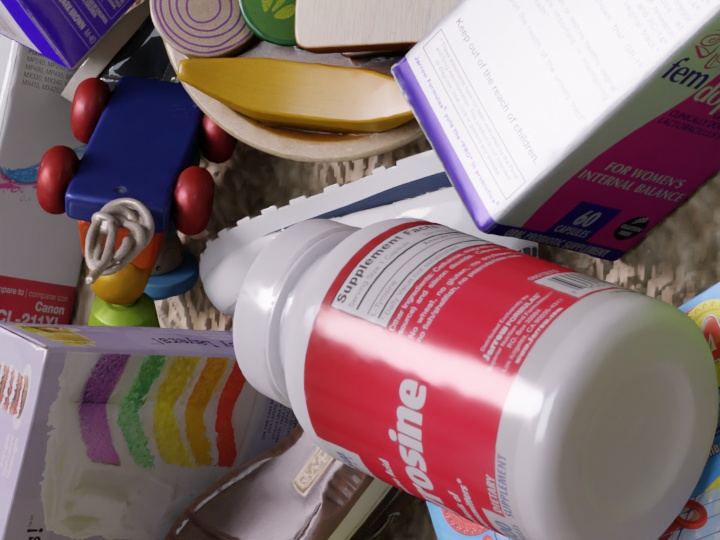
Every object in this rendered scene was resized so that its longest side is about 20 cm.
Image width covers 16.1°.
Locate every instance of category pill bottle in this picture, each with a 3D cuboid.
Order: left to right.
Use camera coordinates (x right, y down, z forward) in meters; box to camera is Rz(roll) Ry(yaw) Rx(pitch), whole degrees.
[{"bbox_3d":[0.042,0.042,1.072,0.200,0.112,0.112,20,96,43],"label":"pill bottle"}]

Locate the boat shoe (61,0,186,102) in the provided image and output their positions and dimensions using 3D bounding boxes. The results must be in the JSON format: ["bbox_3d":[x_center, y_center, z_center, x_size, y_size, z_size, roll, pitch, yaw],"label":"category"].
[{"bbox_3d":[-0.069,-0.143,1.330,0.068,0.072,0.200,43,109,-3],"label":"boat shoe"}]

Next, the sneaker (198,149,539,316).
[{"bbox_3d":[0.000,0.000,1.227,0.200,0.076,0.081,-20,84,42],"label":"sneaker"}]

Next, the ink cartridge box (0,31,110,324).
[{"bbox_3d":[-0.220,-0.059,1.427,0.146,0.083,0.200,14,92,43],"label":"ink cartridge box"}]

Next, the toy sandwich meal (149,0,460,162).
[{"bbox_3d":[-0.010,-0.145,1.219,0.205,0.070,0.205,-3,80,15],"label":"toy sandwich meal"}]

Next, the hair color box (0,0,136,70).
[{"bbox_3d":[-0.129,-0.208,1.325,0.109,0.065,0.200,28,70,42],"label":"hair color box"}]

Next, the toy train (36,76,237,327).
[{"bbox_3d":[-0.118,-0.003,1.259,0.200,0.085,0.116,-76,-7,-56],"label":"toy train"}]

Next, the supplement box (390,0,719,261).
[{"bbox_3d":[0.127,-0.107,1.104,0.200,0.101,0.103,-45,56,28],"label":"supplement box"}]

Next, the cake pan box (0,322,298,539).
[{"bbox_3d":[-0.118,0.125,1.225,0.052,0.184,0.200,23,101,44],"label":"cake pan box"}]

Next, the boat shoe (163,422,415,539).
[{"bbox_3d":[-0.017,0.115,1.202,0.202,0.075,0.075,-45,54,11],"label":"boat shoe"}]

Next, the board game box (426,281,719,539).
[{"bbox_3d":[0.136,0.132,1.084,0.200,0.056,0.196,-35,61,33],"label":"board game box"}]
